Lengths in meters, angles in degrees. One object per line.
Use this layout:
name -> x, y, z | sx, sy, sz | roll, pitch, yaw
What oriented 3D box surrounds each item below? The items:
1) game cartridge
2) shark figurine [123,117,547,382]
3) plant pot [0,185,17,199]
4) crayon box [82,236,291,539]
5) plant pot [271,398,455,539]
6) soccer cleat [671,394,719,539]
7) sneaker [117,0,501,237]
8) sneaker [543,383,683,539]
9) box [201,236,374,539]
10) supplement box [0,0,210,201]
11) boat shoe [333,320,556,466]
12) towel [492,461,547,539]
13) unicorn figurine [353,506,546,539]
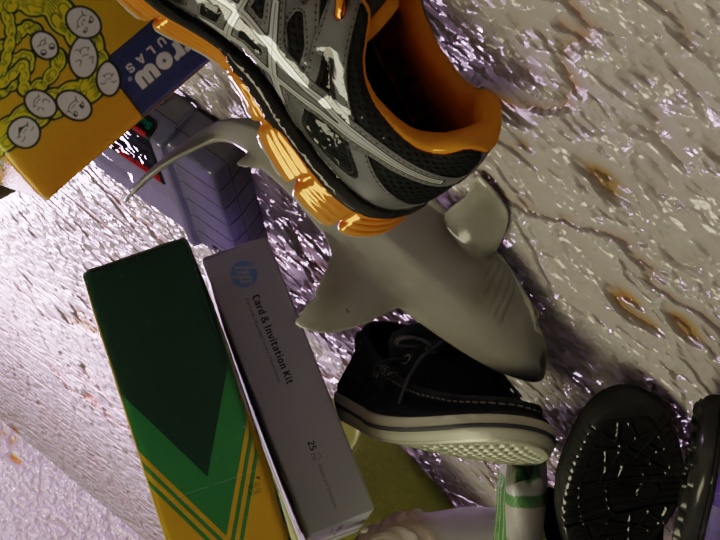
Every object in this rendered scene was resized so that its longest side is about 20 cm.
game cartridge -> -0.142, -0.085, 0.978 | 0.200, 0.038, 0.130 | 34, 167, 17
shark figurine -> -0.015, -0.015, 0.794 | 0.214, 0.090, 0.128 | 33, 161, 14
plant pot -> -0.220, -0.121, 0.809 | 0.200, 0.200, 0.174 | 12, 129, 57
crayon box -> -0.078, 0.097, 0.913 | 0.200, 0.058, 0.173 | 88, 162, -74
plant pot -> -0.006, 0.190, 1.195 | 0.187, 0.187, 0.200 | 19, 139, 50
soccer cleat -> 0.178, 0.116, 0.779 | 0.073, 0.068, 0.200 | 7, 147, 19
sneaker -> -0.024, -0.101, 0.630 | 0.077, 0.078, 0.200 | -18, 123, 46
sneaker -> 0.118, 0.122, 0.879 | 0.104, 0.060, 0.200 | -105, 7, -60
box -> -0.042, 0.077, 1.010 | 0.200, 0.041, 0.156 | 95, 154, -78
supplement box -> -0.152, -0.139, 0.672 | 0.200, 0.109, 0.110 | 52, 167, -20
boat shoe -> 0.038, 0.057, 0.880 | 0.075, 0.062, 0.200 | 12, 179, -18
towel -> 0.070, 0.188, 0.900 | 0.023, 0.200, 0.153 | 9, -174, 3
unicorn figurine -> 0.049, 0.164, 1.020 | 0.137, 0.200, 0.074 | 100, 151, -70
